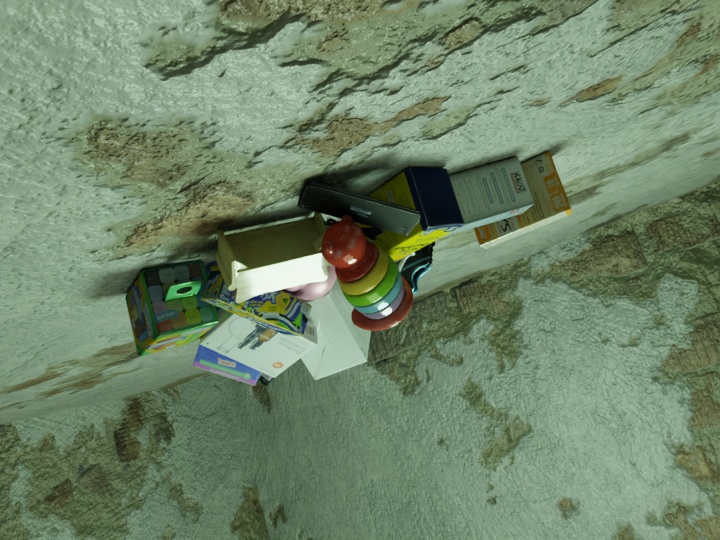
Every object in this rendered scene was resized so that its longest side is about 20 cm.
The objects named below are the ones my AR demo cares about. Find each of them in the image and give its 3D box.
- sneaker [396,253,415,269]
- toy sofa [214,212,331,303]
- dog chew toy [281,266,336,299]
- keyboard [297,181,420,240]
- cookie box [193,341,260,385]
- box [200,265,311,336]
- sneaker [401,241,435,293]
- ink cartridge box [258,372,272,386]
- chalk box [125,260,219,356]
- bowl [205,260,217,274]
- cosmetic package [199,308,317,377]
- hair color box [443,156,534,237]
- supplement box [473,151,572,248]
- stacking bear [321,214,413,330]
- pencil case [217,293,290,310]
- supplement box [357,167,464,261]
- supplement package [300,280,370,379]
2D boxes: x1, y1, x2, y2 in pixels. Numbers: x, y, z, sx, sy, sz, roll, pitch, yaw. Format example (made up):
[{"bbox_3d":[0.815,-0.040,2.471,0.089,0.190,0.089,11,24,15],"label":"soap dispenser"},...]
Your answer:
[{"bbox_3d":[0.041,-0.003,1.223,0.074,0.090,0.200,18,127,-37],"label":"sneaker"},{"bbox_3d":[-0.145,-0.026,0.989,0.195,0.084,0.099,-15,139,-25],"label":"toy sofa"},{"bbox_3d":[-0.134,-0.010,1.103,0.123,0.128,0.197,-25,160,35],"label":"dog chew toy"},{"bbox_3d":[-0.006,-0.093,0.936,0.194,0.021,0.127,14,154,-13],"label":"keyboard"},{"bbox_3d":[-0.322,0.195,1.503,0.166,0.077,0.201,19,-160,-4],"label":"cookie box"},{"bbox_3d":[-0.188,0.059,1.061,0.198,0.066,0.069,30,159,-37],"label":"box"},{"bbox_3d":[0.139,-0.044,1.285,0.073,0.081,0.204,21,99,-54],"label":"sneaker"},{"bbox_3d":[-0.183,0.201,1.485,0.201,0.037,0.095,-51,174,-31],"label":"ink cartridge box"},{"bbox_3d":[-0.349,0.066,1.079,0.122,0.128,0.199,-11,168,-36],"label":"chalk box"},{"bbox_3d":[-0.241,0.005,1.206,0.195,0.041,0.201,-18,170,-3],"label":"bowl"},{"bbox_3d":[-0.206,0.133,1.184,0.150,0.053,0.198,-36,130,29],"label":"cosmetic package"},{"bbox_3d":[0.224,-0.140,1.109,0.194,0.102,0.061,-17,170,-11],"label":"hair color box"},{"bbox_3d":[0.324,-0.143,1.204,0.196,0.130,0.073,-23,170,21],"label":"supplement box"},{"bbox_3d":[0.002,-0.001,0.969,0.112,0.201,0.123,19,-115,46],"label":"stacking bear"},{"bbox_3d":[-0.225,0.070,1.220,0.195,0.089,0.078,-22,-170,22],"label":"pencil case"},{"bbox_3d":[0.073,-0.093,1.054,0.107,0.113,0.198,-9,167,-43],"label":"supplement box"},{"bbox_3d":[-0.076,0.096,1.327,0.143,0.194,0.202,-20,-153,18],"label":"supplement package"}]
